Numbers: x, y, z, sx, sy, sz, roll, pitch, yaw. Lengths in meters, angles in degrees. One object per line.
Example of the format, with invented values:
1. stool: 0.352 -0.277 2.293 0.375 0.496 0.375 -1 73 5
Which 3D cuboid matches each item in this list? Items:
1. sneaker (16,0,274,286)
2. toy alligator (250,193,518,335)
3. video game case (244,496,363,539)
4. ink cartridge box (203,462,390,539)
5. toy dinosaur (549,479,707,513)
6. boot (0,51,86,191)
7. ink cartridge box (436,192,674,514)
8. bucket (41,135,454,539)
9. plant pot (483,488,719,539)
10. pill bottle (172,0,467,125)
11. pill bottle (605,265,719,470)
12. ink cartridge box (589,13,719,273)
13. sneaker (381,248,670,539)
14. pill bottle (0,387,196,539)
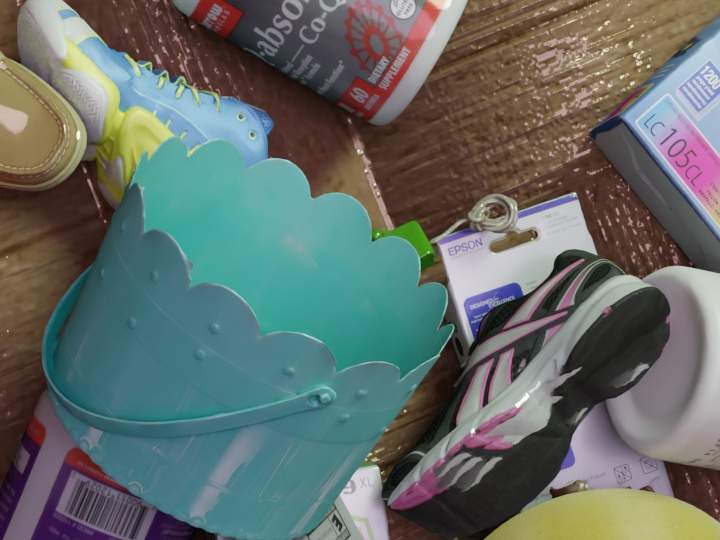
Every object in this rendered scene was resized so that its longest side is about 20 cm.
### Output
1. sneaker: -0.117 -0.089 1.322 0.105 0.076 0.201 -35 101 -24
2. toy alligator: 0.000 0.000 1.319 0.199 0.054 0.060 -30 64 4
3. video game case: -0.015 0.222 1.203 0.023 0.200 0.183 -27 93 22
4. ink cartridge box: -0.037 0.168 1.320 0.103 0.059 0.202 -8 88 -12
5. toy dinosaur: 0.172 0.192 1.361 0.106 0.060 0.201 -23 114 5
6. boot: -0.249 -0.122 1.220 0.199 0.155 0.073 36 84 12
7. ink cartridge box: 0.115 0.062 1.372 0.099 0.039 0.202 -17 91 -13
8. bucket: -0.064 0.037 1.205 0.206 0.207 0.135 27 112 -9
9. plant pot: 0.148 0.247 1.274 0.198 0.142 0.202 -2 115 -4
10. pill bottle: -0.042 -0.181 1.315 0.199 0.116 0.116 29 81 -8
11. pill bottle: 0.256 0.069 1.349 0.199 0.114 0.115 11 84 -28
12. ink cartridge box: 0.262 -0.103 1.397 0.200 0.076 0.137 -42 95 -13
13. sneaker: 0.089 0.069 1.312 0.200 0.086 0.080 -41 131 -2
14. pill bottle: -0.165 0.176 1.259 0.111 0.111 0.201 23 95 -10
